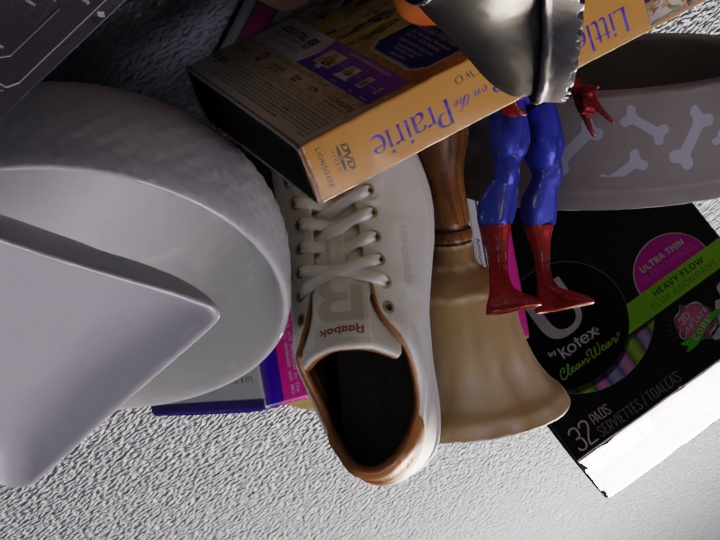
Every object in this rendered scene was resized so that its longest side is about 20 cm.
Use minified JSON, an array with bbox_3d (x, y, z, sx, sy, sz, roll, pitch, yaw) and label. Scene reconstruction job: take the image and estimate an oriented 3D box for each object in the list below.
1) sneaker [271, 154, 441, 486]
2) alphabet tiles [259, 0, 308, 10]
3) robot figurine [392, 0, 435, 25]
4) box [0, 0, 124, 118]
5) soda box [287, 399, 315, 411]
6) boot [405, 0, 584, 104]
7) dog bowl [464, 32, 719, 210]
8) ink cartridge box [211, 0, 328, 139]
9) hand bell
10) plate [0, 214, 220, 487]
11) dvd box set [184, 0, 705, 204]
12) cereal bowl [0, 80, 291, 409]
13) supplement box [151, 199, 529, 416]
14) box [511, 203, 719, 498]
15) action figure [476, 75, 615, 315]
[{"bbox_3d":[0.000,0.000,0.857,0.072,0.201,0.085,-13,179,9],"label":"sneaker"},{"bbox_3d":[-0.005,-0.196,0.746,0.196,0.015,0.200,-48,143,18],"label":"alphabet tiles"},{"bbox_3d":[0.051,-0.179,0.701,0.199,0.117,0.144,-1,140,-36],"label":"robot figurine"},{"bbox_3d":[-0.145,-0.146,0.632,0.158,0.048,0.200,-42,148,13],"label":"box"},{"bbox_3d":[-0.002,0.052,1.197,0.064,0.068,0.200,-40,156,14],"label":"soda box"},{"bbox_3d":[-0.027,-0.105,0.613,0.199,0.066,0.165,0,161,3],"label":"boot"},{"bbox_3d":[0.138,-0.085,1.000,0.199,0.200,0.059,-17,109,-35],"label":"dog bowl"},{"bbox_3d":[0.000,-0.145,0.876,0.094,0.037,0.200,-13,146,-40],"label":"ink cartridge box"},{"bbox_3d":[0.044,-0.025,0.925,0.103,0.201,0.104,-6,-169,1],"label":"hand bell"},{"bbox_3d":[-0.191,0.022,0.795,0.199,0.032,0.200,19,142,-28],"label":"plate"},{"bbox_3d":[0.037,-0.103,0.798,0.199,0.146,0.030,-29,118,-13],"label":"dvd box set"},{"bbox_3d":[-0.128,-0.019,0.837,0.199,0.084,0.200,-1,146,-1],"label":"cereal bowl"},{"bbox_3d":[-0.014,0.010,1.018,0.199,0.104,0.101,-10,-178,-43],"label":"supplement box"},{"bbox_3d":[0.143,0.009,1.142,0.148,0.200,0.124,-35,157,3],"label":"box"},{"bbox_3d":[0.080,-0.081,0.893,0.065,0.201,0.052,-2,173,-40],"label":"action figure"}]
